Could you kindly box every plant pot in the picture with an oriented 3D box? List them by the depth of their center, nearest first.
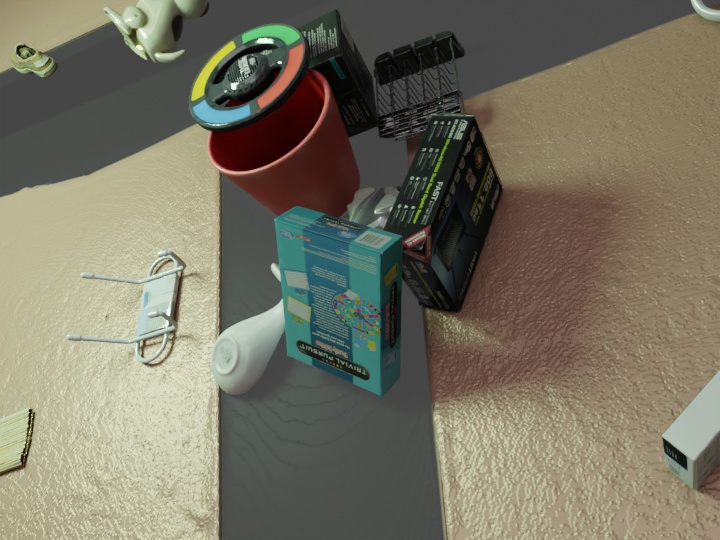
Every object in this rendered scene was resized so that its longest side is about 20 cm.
[{"bbox_3d":[-0.098,-0.169,0.982,0.199,0.178,0.202,-13,55,20],"label":"plant pot"}]

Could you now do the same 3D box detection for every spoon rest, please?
[{"bbox_3d":[-0.142,0.085,0.906,0.099,0.060,0.201,47,111,34],"label":"spoon rest"}]

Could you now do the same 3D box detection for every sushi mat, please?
[{"bbox_3d":[-0.611,0.294,1.058,0.199,0.012,0.096,-22,51,14],"label":"sushi mat"}]

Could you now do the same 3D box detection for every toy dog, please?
[{"bbox_3d":[-0.427,-0.570,1.444,0.193,0.140,0.200,36,80,26],"label":"toy dog"}]

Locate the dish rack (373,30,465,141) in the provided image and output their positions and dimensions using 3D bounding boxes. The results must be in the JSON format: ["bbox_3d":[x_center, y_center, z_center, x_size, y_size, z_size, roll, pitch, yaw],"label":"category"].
[{"bbox_3d":[0.093,-0.285,1.041,0.152,0.055,0.202,-15,56,20],"label":"dish rack"}]

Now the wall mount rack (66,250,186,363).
[{"bbox_3d":[-0.365,0.049,1.047,0.172,0.075,0.201,-16,53,18],"label":"wall mount rack"}]

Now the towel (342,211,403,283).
[{"bbox_3d":[0.000,0.000,0.924,0.149,0.031,0.201,26,72,34],"label":"towel"}]

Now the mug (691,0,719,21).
[{"bbox_3d":[0.510,-0.435,0.874,0.174,0.147,0.202,15,97,42],"label":"mug"}]

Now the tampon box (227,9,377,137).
[{"bbox_3d":[-0.092,-0.292,1.074,0.198,0.150,0.127,-18,49,16],"label":"tampon box"}]

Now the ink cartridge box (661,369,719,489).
[{"bbox_3d":[0.362,0.109,0.613,0.200,0.100,0.039,-44,49,-5],"label":"ink cartridge box"}]

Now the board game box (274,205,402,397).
[{"bbox_3d":[-0.025,0.037,0.793,0.150,0.202,0.047,19,36,29],"label":"board game box"}]

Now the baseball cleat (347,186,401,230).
[{"bbox_3d":[0.023,-0.037,0.874,0.105,0.070,0.202,-8,56,20],"label":"baseball cleat"}]

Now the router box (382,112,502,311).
[{"bbox_3d":[0.108,-0.071,0.829,0.062,0.150,0.201,10,65,32],"label":"router box"}]

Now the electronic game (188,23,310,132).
[{"bbox_3d":[-0.162,-0.280,0.946,0.198,0.042,0.201,-14,54,19],"label":"electronic game"}]

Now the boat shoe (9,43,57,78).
[{"bbox_3d":[-0.857,-0.554,1.695,0.199,0.076,0.072,18,70,35],"label":"boat shoe"}]
